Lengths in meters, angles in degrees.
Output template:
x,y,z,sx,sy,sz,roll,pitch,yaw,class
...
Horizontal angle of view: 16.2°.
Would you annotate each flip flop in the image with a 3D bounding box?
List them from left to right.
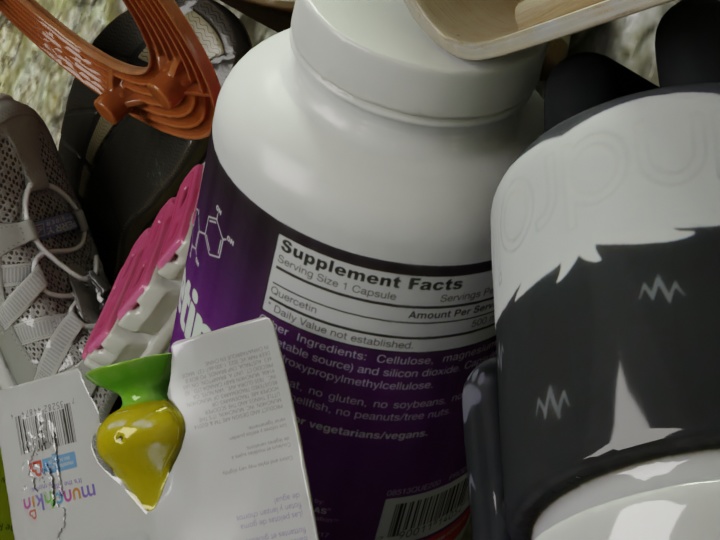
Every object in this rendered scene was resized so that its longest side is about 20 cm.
x,y,z,sx,sy,sz,roll,pitch,yaw,class
-0.086,-0.032,1.053,0.081,0.057,0.201,51,135,34,flip flop

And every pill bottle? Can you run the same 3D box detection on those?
x,y,z,sx,sy,sz,roll,pitch,yaw,class
0.000,0.000,0.805,0.113,0.112,0.201,-118,33,-48,pill bottle

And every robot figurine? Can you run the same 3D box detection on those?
x,y,z,sx,sy,sz,roll,pitch,yaw,class
0.099,0.030,0.689,0.150,0.124,0.201,105,165,-62,robot figurine

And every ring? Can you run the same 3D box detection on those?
x,y,z,sx,sy,sz,roll,pitch,yaw,class
-0.128,-0.117,0.928,0.019,0.201,0.200,-46,30,-15,ring

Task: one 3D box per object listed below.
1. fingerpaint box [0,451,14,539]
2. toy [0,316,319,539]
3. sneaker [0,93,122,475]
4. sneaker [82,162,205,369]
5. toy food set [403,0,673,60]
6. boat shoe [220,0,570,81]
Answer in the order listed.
x,y,z,sx,sy,sz,roll,pitch,yaw,class
-0.212,0.124,1.031,0.073,0.199,0.168,-11,67,55,fingerpaint box
-0.043,0.123,0.773,0.115,0.047,0.201,-15,85,33,toy
-0.109,0.023,1.009,0.082,0.075,0.201,-12,100,38,sneaker
-0.018,-0.013,0.913,0.200,0.087,0.074,-47,20,35,sneaker
0.119,-0.118,0.695,0.200,0.143,0.061,-12,98,54,toy food set
0.010,-0.115,0.935,0.200,0.072,0.065,13,81,51,boat shoe
